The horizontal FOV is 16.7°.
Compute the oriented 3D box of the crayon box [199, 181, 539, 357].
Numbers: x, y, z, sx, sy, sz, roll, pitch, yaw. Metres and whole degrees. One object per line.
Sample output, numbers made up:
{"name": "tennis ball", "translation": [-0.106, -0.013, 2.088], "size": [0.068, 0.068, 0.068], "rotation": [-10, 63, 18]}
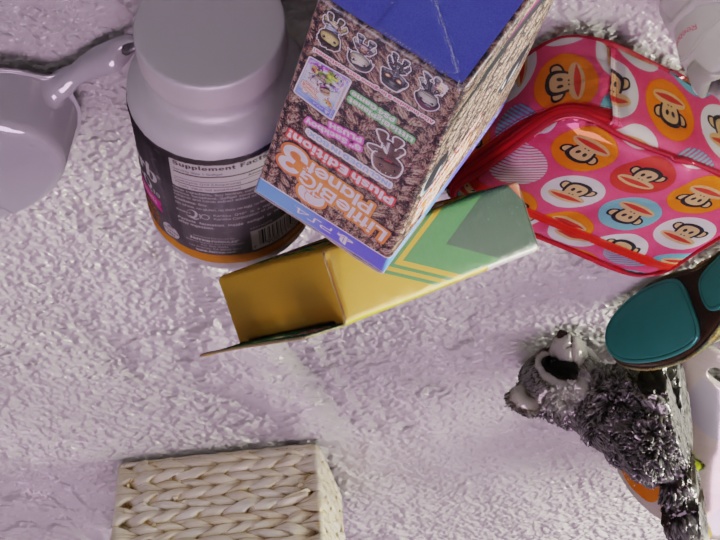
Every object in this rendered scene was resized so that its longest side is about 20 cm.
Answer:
{"name": "crayon box", "translation": [0.000, 0.000, 1.576], "size": [0.199, 0.051, 0.127], "rotation": [-21, -175, -37]}

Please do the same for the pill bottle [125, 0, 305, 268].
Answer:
{"name": "pill bottle", "translation": [-0.088, -0.097, 1.562], "size": [0.115, 0.117, 0.201], "rotation": [-2, 149, 1]}

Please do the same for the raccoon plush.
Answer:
{"name": "raccoon plush", "translation": [0.191, 0.144, 1.922], "size": [0.133, 0.202, 0.097], "rotation": [-10, 176, 17]}

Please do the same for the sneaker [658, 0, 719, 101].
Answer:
{"name": "sneaker", "translation": [0.278, -0.117, 1.556], "size": [0.199, 0.100, 0.078], "rotation": [13, 147, -22]}

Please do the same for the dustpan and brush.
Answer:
{"name": "dustpan and brush", "translation": [-0.219, -0.105, 1.618], "size": [0.199, 0.058, 0.139], "rotation": [-16, 148, 36]}

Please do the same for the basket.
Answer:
{"name": "basket", "translation": [-0.110, 0.235, 2.106], "size": [0.198, 0.124, 0.136], "rotation": [-5, 149, 9]}

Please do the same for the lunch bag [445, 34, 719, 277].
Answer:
{"name": "lunch bag", "translation": [0.160, -0.070, 1.658], "size": [0.199, 0.083, 0.176], "rotation": [20, 147, -28]}

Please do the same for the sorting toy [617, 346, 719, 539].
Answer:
{"name": "sorting toy", "translation": [0.318, 0.126, 1.993], "size": [0.198, 0.107, 0.181], "rotation": [0, 130, -1]}

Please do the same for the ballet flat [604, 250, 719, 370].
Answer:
{"name": "ballet flat", "translation": [0.266, 0.023, 1.829], "size": [0.070, 0.071, 0.200], "rotation": [18, 144, -29]}

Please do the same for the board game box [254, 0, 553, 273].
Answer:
{"name": "board game box", "translation": [0.034, -0.126, 1.453], "size": [0.096, 0.160, 0.200], "rotation": [33, 148, 6]}
